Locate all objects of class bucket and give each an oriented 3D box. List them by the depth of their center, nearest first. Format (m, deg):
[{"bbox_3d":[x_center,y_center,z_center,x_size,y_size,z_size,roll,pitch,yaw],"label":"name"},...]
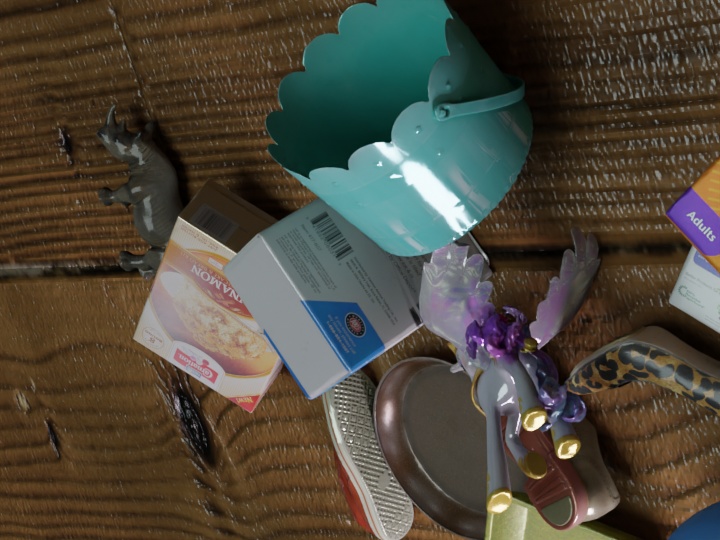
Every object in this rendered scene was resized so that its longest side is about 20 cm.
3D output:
[{"bbox_3d":[0.036,-0.122,1.408,0.206,0.208,0.135,-6,142,47],"label":"bucket"}]

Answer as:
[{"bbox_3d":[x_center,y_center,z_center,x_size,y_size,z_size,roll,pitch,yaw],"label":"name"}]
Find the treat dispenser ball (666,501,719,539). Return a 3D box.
[{"bbox_3d":[0.327,0.282,1.371,0.200,0.200,0.202,24,129,34],"label":"treat dispenser ball"}]

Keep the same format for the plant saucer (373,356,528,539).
[{"bbox_3d":[0.097,0.170,1.666,0.199,0.032,0.202,24,130,33],"label":"plant saucer"}]

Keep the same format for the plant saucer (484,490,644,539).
[{"bbox_3d":[0.211,0.304,1.599,0.198,0.048,0.201,20,127,22],"label":"plant saucer"}]

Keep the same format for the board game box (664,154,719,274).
[{"bbox_3d":[0.363,-0.053,1.104,0.200,0.200,0.200,48,126,12],"label":"board game box"}]

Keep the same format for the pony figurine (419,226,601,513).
[{"bbox_3d":[0.126,0.073,1.447,0.201,0.165,0.194,-109,27,-45],"label":"pony figurine"}]

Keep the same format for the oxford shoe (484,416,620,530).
[{"bbox_3d":[0.169,0.141,1.552,0.071,0.073,0.201,-48,58,47],"label":"oxford shoe"}]

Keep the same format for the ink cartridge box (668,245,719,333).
[{"bbox_3d":[0.317,-0.037,1.297,0.099,0.039,0.201,34,124,25],"label":"ink cartridge box"}]

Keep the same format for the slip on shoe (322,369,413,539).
[{"bbox_3d":[-0.003,0.188,1.751,0.061,0.074,0.201,6,122,46],"label":"slip on shoe"}]

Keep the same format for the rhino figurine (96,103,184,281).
[{"bbox_3d":[-0.230,-0.084,1.817,0.087,0.060,0.202,-8,107,27],"label":"rhino figurine"}]

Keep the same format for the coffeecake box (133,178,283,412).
[{"bbox_3d":[-0.133,0.029,1.751,0.153,0.073,0.201,31,135,4],"label":"coffeecake box"}]

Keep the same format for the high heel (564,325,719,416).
[{"bbox_3d":[0.267,0.112,1.424,0.199,0.071,0.143,-29,85,41],"label":"high heel"}]

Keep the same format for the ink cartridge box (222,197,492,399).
[{"bbox_3d":[0.000,0.000,1.532,0.147,0.199,0.084,56,142,4],"label":"ink cartridge box"}]
